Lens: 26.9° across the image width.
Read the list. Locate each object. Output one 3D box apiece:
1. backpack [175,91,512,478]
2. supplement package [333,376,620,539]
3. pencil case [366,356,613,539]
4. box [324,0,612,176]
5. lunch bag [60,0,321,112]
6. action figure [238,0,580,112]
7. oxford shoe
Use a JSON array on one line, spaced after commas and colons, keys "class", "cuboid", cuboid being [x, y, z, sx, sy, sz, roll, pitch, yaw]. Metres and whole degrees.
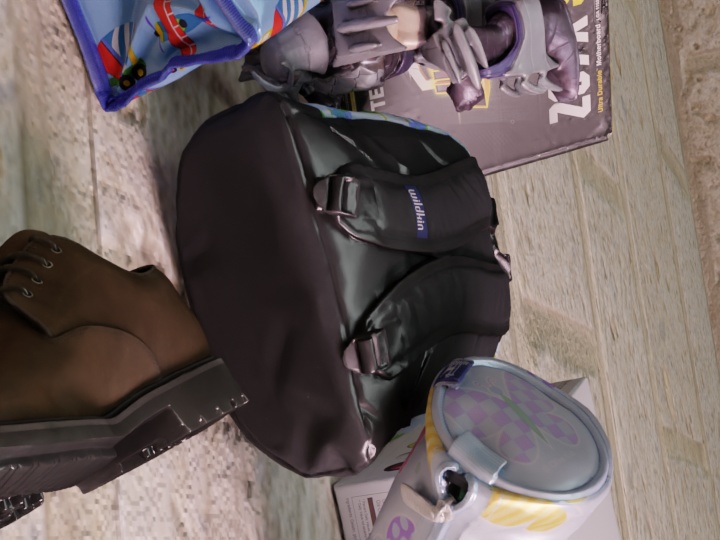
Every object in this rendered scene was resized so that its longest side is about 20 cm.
[{"class": "backpack", "cuboid": [0.000, 0.000, 0.707, 0.199, 0.153, 0.165, -17, 92, -50]}, {"class": "supplement package", "cuboid": [0.079, 0.164, 0.868, 0.200, 0.109, 0.158, -25, 103, -71]}, {"class": "pencil case", "cuboid": [0.035, 0.135, 0.649, 0.091, 0.082, 0.202, -48, 164, -54]}, {"class": "box", "cuboid": [0.059, -0.147, 0.842, 0.049, 0.158, 0.202, -121, -162, -52]}, {"class": "lunch bag", "cuboid": [-0.081, -0.194, 0.614, 0.151, 0.093, 0.202, -44, 112, -45]}, {"class": "action figure", "cuboid": [0.022, -0.105, 0.719, 0.199, 0.129, 0.070, -16, 111, -45]}, {"class": "oxford shoe", "cuboid": [-0.110, 0.033, 0.471, 0.085, 0.072, 0.200, 63, 16, 3]}]
